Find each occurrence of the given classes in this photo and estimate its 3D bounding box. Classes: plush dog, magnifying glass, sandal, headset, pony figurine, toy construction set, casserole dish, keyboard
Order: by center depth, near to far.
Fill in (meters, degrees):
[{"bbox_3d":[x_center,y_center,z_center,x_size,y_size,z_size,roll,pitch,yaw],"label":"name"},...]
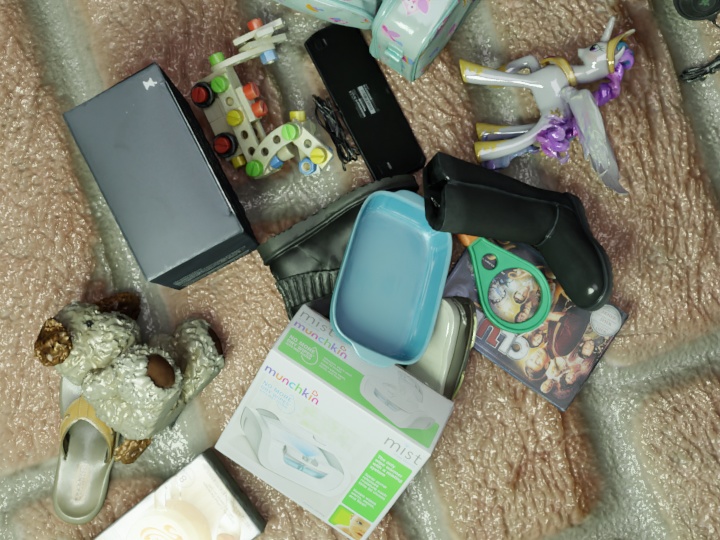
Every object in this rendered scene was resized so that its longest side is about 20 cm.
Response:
[{"bbox_3d":[0.029,0.010,1.201,0.120,0.039,0.202,24,66,-19],"label":"casserole dish"},{"bbox_3d":[-0.271,0.103,1.233,0.172,0.200,0.161,42,109,6],"label":"plush dog"},{"bbox_3d":[0.226,-0.177,1.267,0.198,0.166,0.195,-12,79,14],"label":"pony figurine"},{"bbox_3d":[-0.314,0.188,1.272,0.079,0.054,0.202,6,80,-1],"label":"sandal"},{"bbox_3d":[0.142,-0.017,1.275,0.079,0.022,0.201,-36,89,-2],"label":"magnifying glass"},{"bbox_3d":[-0.114,-0.190,1.280,0.130,0.092,0.202,-23,79,23],"label":"toy construction set"},{"bbox_3d":[0.379,-0.321,1.289,0.093,0.124,0.201,-22,106,22],"label":"headset"},{"bbox_3d":[-0.010,-0.190,1.317,0.104,0.040,0.201,-25,86,-25],"label":"keyboard"}]

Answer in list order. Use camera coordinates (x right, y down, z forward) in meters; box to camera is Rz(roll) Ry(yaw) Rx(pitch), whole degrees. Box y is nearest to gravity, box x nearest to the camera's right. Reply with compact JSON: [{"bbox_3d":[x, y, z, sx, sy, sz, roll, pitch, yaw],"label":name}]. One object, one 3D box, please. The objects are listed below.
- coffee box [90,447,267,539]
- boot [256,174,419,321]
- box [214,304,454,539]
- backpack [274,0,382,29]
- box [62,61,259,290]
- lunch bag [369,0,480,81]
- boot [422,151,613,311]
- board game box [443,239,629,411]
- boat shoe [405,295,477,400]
[{"bbox_3d":[-0.218,0.308,1.255,0.200,0.080,0.115,-39,87,-3],"label":"coffee box"},{"bbox_3d":[0.000,0.001,1.275,0.210,0.079,0.159,-29,82,6],"label":"boot"},{"bbox_3d":[-0.029,0.168,1.217,0.199,0.097,0.177,34,128,1],"label":"box"},{"bbox_3d":[-0.029,-0.358,1.236,0.174,0.200,0.155,18,87,0],"label":"backpack"},{"bbox_3d":[-0.210,-0.094,1.219,0.117,0.200,0.198,-28,87,-2],"label":"box"},{"bbox_3d":[0.074,-0.293,1.233,0.077,0.200,0.161,39,89,3],"label":"lunch bag"},{"bbox_3d":[0.168,-0.041,1.219,0.199,0.166,0.066,15,130,-30],"label":"boot"},{"bbox_3d":[0.191,0.051,1.297,0.199,0.035,0.136,34,87,2],"label":"board game box"},{"bbox_3d":[0.082,0.123,1.264,0.072,0.060,0.203,30,113,36],"label":"boat shoe"}]
